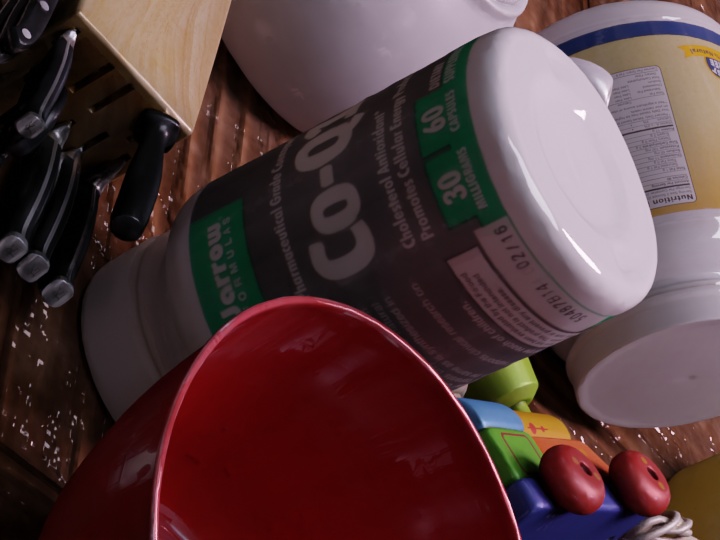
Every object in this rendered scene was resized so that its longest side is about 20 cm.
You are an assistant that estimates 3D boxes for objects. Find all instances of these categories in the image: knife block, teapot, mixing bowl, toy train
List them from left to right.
[{"bbox_3d":[-0.098,-0.072,0.859,0.200,0.064,0.176,2,65,-60],"label":"knife block"},{"bbox_3d":[-0.038,0.117,0.730,0.200,0.108,0.200,28,54,-45],"label":"mixing bowl"},{"bbox_3d":[0.016,-0.166,1.037,0.200,0.146,0.197,20,53,-57],"label":"teapot"},{"bbox_3d":[0.089,0.087,1.040,0.200,0.085,0.116,11,44,-57],"label":"toy train"}]

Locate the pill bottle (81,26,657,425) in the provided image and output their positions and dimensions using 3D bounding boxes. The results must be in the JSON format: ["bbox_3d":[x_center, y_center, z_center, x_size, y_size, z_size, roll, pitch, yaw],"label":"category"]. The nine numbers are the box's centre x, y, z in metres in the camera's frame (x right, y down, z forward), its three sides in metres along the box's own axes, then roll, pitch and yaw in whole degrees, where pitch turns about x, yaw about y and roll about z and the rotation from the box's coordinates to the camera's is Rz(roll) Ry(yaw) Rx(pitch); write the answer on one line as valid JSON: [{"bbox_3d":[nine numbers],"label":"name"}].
[{"bbox_3d":[0.000,0.000,0.816,0.113,0.200,0.113,42,34,-36],"label":"pill bottle"}]

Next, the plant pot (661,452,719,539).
[{"bbox_3d":[0.293,0.169,1.197,0.201,0.189,0.201,40,34,-36],"label":"plant pot"}]

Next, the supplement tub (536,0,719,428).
[{"bbox_3d":[0.157,-0.029,1.180,0.144,0.144,0.200,29,43,-48],"label":"supplement tub"}]
